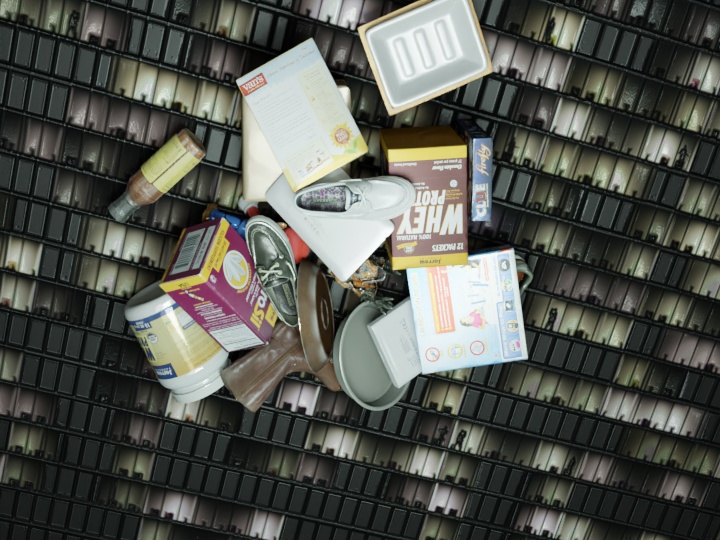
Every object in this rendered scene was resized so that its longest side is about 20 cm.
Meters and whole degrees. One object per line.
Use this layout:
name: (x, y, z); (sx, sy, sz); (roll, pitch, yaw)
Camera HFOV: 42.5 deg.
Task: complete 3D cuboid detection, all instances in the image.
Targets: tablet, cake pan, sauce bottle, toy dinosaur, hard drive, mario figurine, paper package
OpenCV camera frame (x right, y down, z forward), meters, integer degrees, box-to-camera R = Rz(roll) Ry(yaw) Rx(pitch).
tablet: (-0.052, -0.097, 1.526); (0.130, 0.014, 0.200); (-45, 85, 12)
cake pan: (0.022, 0.154, 1.707); (0.198, 0.036, 0.205); (4, 84, -45)
sauce bottle: (-0.362, -0.165, 1.628); (0.199, 0.066, 0.066); (-38, 106, 8)
toy dinosaur: (0.000, 0.000, 1.635); (0.134, 0.200, 0.104); (21, 104, -25)
hard drive: (0.118, 0.106, 1.718); (0.198, 0.027, 0.134); (-33, 109, -21)
mario figurine: (-0.187, -0.060, 1.679); (0.196, 0.107, 0.124); (14, 142, 3)
paper package: (-0.109, -0.222, 1.578); (0.186, 0.104, 0.204); (1, 108, -4)

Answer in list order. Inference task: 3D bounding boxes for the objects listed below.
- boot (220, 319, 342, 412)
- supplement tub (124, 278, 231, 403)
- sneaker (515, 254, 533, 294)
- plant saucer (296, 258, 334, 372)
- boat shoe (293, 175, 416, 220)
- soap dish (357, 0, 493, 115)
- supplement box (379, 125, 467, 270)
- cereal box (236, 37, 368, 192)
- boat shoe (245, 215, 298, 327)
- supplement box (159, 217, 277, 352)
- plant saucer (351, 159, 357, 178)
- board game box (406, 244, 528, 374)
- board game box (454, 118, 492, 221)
boot: (-0.144, 0.205, 1.697); (0.187, 0.064, 0.200); (50, 54, -6)
supplement tub: (-0.324, 0.122, 1.675); (0.142, 0.145, 0.203); (-23, 107, 4)
sneaker: (0.240, 0.056, 1.710); (0.074, 0.079, 0.201); (41, 90, -21)
plant saucer: (-0.076, 0.078, 1.648); (0.031, 0.201, 0.204); (-7, 108, 9)
boat shoe: (-0.012, -0.116, 1.473); (0.196, 0.068, 0.074); (3, 95, 13)
soap dish: (0.111, -0.379, 1.585); (0.197, 0.081, 0.160); (-22, 107, 3)
supplement box: (0.106, -0.131, 1.599); (0.130, 0.198, 0.204); (-4, 108, -2)
cereal box: (-0.093, -0.248, 1.487); (0.142, 0.040, 0.203); (-27, 95, -1)
boat shoe: (-0.143, 0.002, 1.595); (0.070, 0.064, 0.203); (-20, 112, 13)
supplement box: (-0.236, 0.029, 1.615); (0.102, 0.133, 0.200); (-12, 135, 31)
plant saucer: (-0.103, -0.208, 1.650); (0.195, 0.030, 0.204); (-1, 107, -3)
board game box: (0.190, 0.069, 1.655); (0.192, 0.056, 0.204); (-8, 100, 5)
board game box: (0.191, -0.177, 1.589); (0.034, 0.200, 0.138); (-3, 107, -2)
